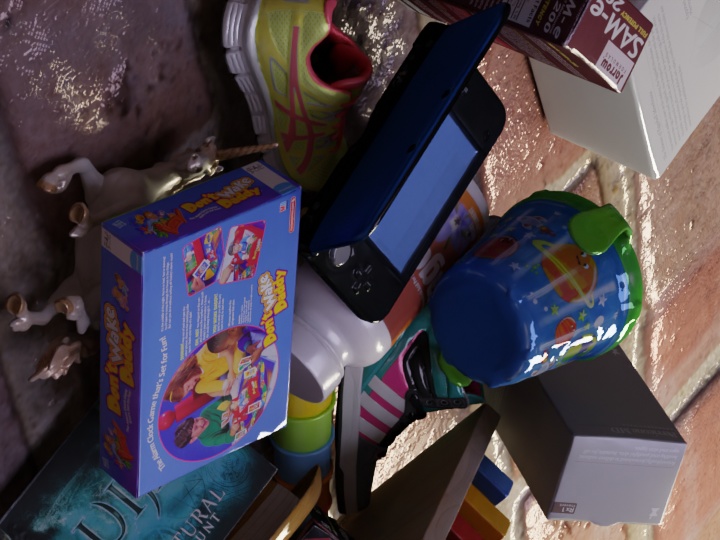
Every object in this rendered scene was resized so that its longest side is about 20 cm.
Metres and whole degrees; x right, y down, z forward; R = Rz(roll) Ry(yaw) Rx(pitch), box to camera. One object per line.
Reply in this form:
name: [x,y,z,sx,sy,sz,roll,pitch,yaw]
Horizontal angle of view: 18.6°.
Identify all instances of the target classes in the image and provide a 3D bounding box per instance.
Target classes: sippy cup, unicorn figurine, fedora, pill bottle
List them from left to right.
unicorn figurine: [-0.164,-0.025,1.469,0.200,0.074,0.137,-57,159,18]
fedora: [-0.116,0.201,1.647,0.201,0.082,0.201,-46,-177,3]
pill bottle: [0.000,0.000,1.676,0.200,0.112,0.112,-50,146,-20]
sippy cup: [0.124,0.023,1.668,0.130,0.139,0.179,-28,130,-45]

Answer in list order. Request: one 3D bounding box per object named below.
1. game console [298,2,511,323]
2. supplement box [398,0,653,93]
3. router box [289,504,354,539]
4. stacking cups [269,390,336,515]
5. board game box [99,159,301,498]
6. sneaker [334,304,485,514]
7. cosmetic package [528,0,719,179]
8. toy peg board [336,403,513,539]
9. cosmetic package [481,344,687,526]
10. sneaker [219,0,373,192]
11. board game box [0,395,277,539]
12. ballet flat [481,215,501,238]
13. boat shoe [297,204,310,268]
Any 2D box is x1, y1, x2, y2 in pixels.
game console: [0.053,-0.070,1.543,0.200,0.118,0.171,-57,137,-14]
supplement box: [0.101,-0.201,1.590,0.109,0.199,0.061,27,90,-59]
router box: [-0.084,0.273,1.693,0.200,0.062,0.150,-47,-174,-2]
stacking cups: [-0.051,0.143,1.770,0.060,0.060,0.201,-37,145,-36]
board game box: [-0.108,0.040,1.474,0.134,0.045,0.201,-23,133,-36]
sneaker: [0.041,0.111,1.797,0.084,0.120,0.201,-91,-174,-65]
cosmetic package: [0.242,-0.225,1.855,0.200,0.123,0.200,-52,147,-21]
toy peg board: [0.045,0.241,1.767,0.200,0.098,0.199,-41,-170,33]
cosmetic package: [0.175,0.119,1.791,0.106,0.200,0.091,4,115,-21]
sneaker: [-0.031,-0.123,1.542,0.200,0.090,0.078,65,26,-53]
board game box: [-0.170,0.176,1.545,0.200,0.135,0.028,-53,-175,-19]
ballet flat: [0.077,0.032,1.855,0.200,0.073,0.073,-47,145,-25]
boat shoe: [-0.111,0.006,1.564,0.200,0.068,0.072,-41,166,-33]
